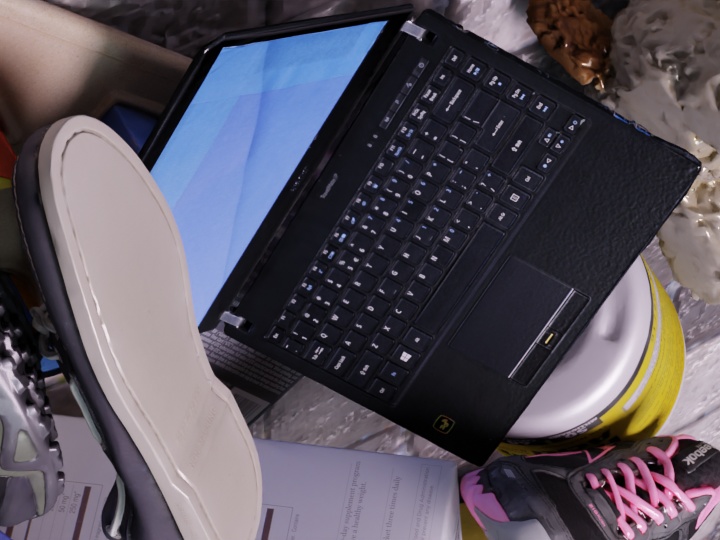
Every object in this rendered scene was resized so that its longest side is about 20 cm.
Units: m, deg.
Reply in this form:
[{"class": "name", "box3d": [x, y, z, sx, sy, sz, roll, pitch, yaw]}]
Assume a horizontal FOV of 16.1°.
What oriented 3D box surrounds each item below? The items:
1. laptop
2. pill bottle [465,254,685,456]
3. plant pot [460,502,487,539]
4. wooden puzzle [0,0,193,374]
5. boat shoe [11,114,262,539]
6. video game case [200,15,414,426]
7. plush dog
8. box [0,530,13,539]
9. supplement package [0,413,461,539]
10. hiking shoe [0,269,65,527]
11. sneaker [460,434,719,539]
[{"class": "laptop", "box3d": [0.000, 0.000, 0.973, 0.199, 0.104, 0.178, 28, 124, -10]}, {"class": "pill bottle", "box3d": [0.091, 0.034, 1.168, 0.111, 0.112, 0.200, -39, 162, 4]}, {"class": "plant pot", "box3d": [0.038, 0.206, 1.322, 0.141, 0.201, 0.201, 11, 131, -20]}, {"class": "wooden puzzle", "box3d": [-0.143, -0.013, 0.934, 0.185, 0.046, 0.199, -48, 149, 19]}, {"class": "boat shoe", "box3d": [-0.093, 0.032, 0.911, 0.073, 0.062, 0.201, -66, 147, -43]}, {"class": "video game case", "box3d": [-0.019, -0.014, 1.092, 0.200, 0.019, 0.143, -43, 150, 10]}, {"class": "plush dog", "box3d": [0.177, -0.107, 1.079, 0.172, 0.160, 0.200, -44, 170, -24]}, {"class": "box", "box3d": [-0.195, 0.116, 0.969, 0.121, 0.033, 0.200, -32, 120, 35]}, {"class": "supplement package", "box3d": [-0.063, 0.140, 1.072, 0.198, 0.110, 0.114, 7, 148, 8]}, {"class": "hiking shoe", "box3d": [-0.170, 0.030, 0.878, 0.100, 0.076, 0.201, -21, 139, 2]}, {"class": "sneaker", "box3d": [0.108, 0.099, 1.082, 0.095, 0.079, 0.200, -32, 170, 13]}]
